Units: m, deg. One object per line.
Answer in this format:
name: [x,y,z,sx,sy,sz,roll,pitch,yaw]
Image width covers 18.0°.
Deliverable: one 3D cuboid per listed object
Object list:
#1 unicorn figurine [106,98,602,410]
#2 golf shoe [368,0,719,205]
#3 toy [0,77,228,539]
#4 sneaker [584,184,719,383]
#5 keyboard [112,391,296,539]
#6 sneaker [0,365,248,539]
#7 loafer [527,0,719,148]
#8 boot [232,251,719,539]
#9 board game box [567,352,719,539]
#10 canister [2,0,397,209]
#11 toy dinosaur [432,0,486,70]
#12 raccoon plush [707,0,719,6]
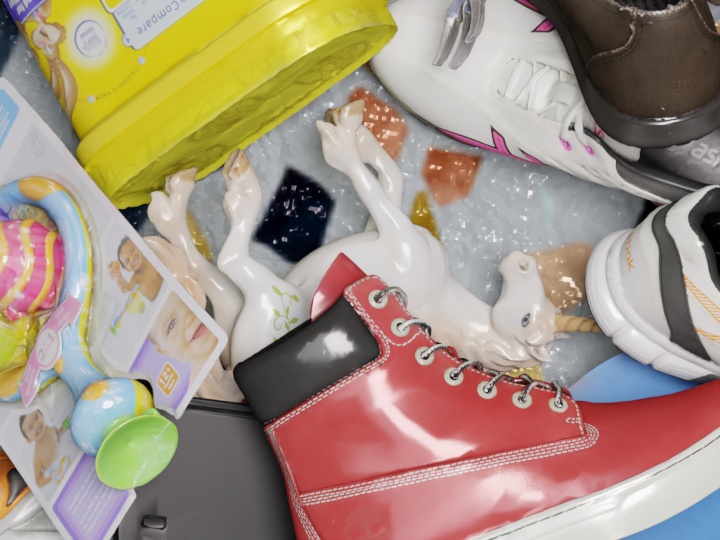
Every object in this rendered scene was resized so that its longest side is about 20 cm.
unicorn figurine: [0.000,0.000,0.973,0.199,0.074,0.138,-23,94,-8]
golf shoe: [0.097,-0.075,0.966,0.199,0.092,0.073,20,90,6]
toy: [-0.142,0.015,0.929,0.200,0.047,0.116,45,111,37]
sneaker: [0.193,0.030,0.938,0.199,0.080,0.074,23,58,-13]
keyboard: [-0.014,0.114,0.969,0.199,0.040,0.105,11,90,-18]
sneaker: [-0.119,0.110,0.985,0.199,0.076,0.092,-21,112,-7]
loafer: [0.103,-0.137,0.938,0.073,0.072,0.201,-15,46,-11]
boot: [0.056,0.045,0.909,0.199,0.072,0.145,-21,88,-3]
board game box: [0.153,0.127,0.971,0.158,0.039,0.200,-42,86,-14]
canister: [-0.094,-0.150,0.970,0.148,0.086,0.201,-33,83,24]
toy dinosaur: [0.042,-0.193,0.918,0.181,0.105,0.201,16,77,45]
raccoon plush: [0.182,-0.203,0.947,0.096,0.134,0.201,10,87,5]
